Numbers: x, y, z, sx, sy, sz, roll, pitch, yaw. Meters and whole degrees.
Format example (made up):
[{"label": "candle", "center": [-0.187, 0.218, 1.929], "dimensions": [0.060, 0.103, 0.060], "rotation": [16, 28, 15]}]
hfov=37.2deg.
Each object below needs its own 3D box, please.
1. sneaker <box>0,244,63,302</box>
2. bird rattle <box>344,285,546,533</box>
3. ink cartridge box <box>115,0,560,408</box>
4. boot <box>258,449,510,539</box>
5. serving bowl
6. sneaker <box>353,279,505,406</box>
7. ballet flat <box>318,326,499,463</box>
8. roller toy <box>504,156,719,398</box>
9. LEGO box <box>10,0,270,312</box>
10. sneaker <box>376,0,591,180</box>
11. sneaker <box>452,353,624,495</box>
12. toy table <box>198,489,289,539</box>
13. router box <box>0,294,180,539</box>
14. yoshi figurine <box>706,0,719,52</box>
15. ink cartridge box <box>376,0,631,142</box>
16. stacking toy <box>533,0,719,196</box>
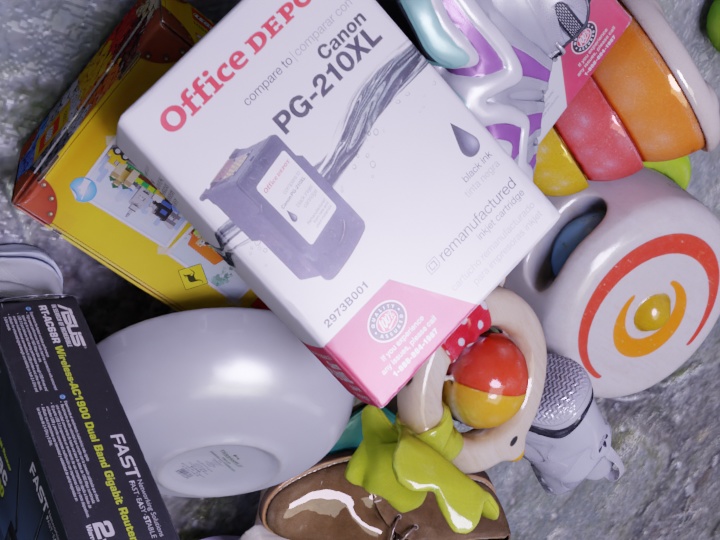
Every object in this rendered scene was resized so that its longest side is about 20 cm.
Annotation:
[{"label": "sneaker", "center": [-0.286, 0.029, 0.677], "dimensions": [0.197, 0.071, 0.074], "rotation": [-14, 125, -20]}, {"label": "bird rattle", "center": [0.063, 0.066, 0.725], "dimensions": [0.161, 0.112, 0.205], "rotation": [5, 88, -42]}, {"label": "ink cartridge box", "center": [-0.015, -0.052, 0.579], "dimensions": [0.145, 0.084, 0.200], "rotation": [-45, 99, -9]}, {"label": "boot", "center": [0.023, 0.187, 0.806], "dimensions": [0.196, 0.076, 0.075], "rotation": [4, 118, -19]}, {"label": "serving bowl", "center": [-0.097, 0.105, 0.722], "dimensions": [0.196, 0.067, 0.201], "rotation": [-6, 147, -4]}, {"label": "sneaker", "center": [0.019, 0.039, 0.780], "dimensions": [0.198, 0.073, 0.077], "rotation": [-34, 129, 10]}, {"label": "ballet flat", "center": [0.024, 0.097, 0.840], "dimensions": [0.199, 0.070, 0.070], "rotation": [-38, 130, 3]}, {"label": "roller toy", "center": [0.206, 0.006, 0.884], "dimensions": [0.179, 0.140, 0.203], "rotation": [-16, 126, -18]}, {"label": "LEGO box", "center": [-0.096, -0.057, 0.688], "dimensions": [0.199, 0.078, 0.149], "rotation": [36, 109, -29]}, {"label": "sneaker", "center": [0.106, -0.126, 0.651], "dimensions": [0.139, 0.078, 0.201], "rotation": [-33, 130, -6]}, {"label": "sneaker", "center": [0.122, 0.121, 0.871], "dimensions": [0.075, 0.198, 0.115], "rotation": [-52, 121, -25]}, {"label": "toy table", "center": [-0.063, 0.254, 0.880], "dimensions": [0.117, 0.185, 0.199], "rotation": [-43, 158, 21]}, {"label": "router box", "center": [-0.184, 0.138, 0.642], "dimensions": [0.061, 0.201, 0.151], "rotation": [-4, 135, -36]}, {"label": "yoshi figurine", "center": [0.352, -0.235, 0.856], "dimensions": [0.112, 0.112, 0.200], "rotation": [44, 81, -7]}, {"label": "ink cartridge box", "center": [0.064, -0.175, 0.703], "dimensions": [0.199, 0.083, 0.146], "rotation": [33, 99, -40]}, {"label": "stacking toy", "center": [0.155, -0.106, 0.805], "dimensions": [0.198, 0.147, 0.146], "rotation": [-34, 130, 10]}]
